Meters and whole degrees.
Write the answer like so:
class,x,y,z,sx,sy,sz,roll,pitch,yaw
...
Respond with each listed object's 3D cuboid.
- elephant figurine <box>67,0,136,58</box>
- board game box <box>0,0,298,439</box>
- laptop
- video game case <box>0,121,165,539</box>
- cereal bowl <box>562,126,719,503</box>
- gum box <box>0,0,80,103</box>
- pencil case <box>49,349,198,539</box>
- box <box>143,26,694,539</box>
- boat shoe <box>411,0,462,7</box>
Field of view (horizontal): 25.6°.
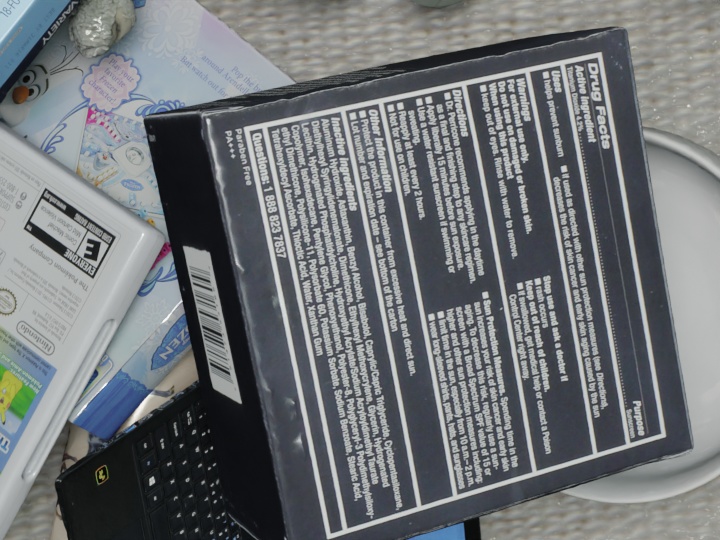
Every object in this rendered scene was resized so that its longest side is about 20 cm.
class,x,y,z,sx,sy,sz,roll,pitch,yaw
elephant figurine,-0.156,-0.223,0.821,0.141,0.155,0.200,35,78,-24
board game box,-0.133,-0.050,0.828,0.199,0.043,0.200,-48,63,-2
laptop,-0.037,0.143,0.808,0.103,0.200,0.177,12,120,35
video game case,-0.210,0.014,0.796,0.200,0.022,0.182,33,97,28
cereal bowl,0.141,0.019,0.845,0.200,0.083,0.200,4,99,28
gum box,-0.201,-0.202,0.744,0.200,0.045,0.170,37,84,10
pencil case,-0.120,0.118,0.852,0.078,0.089,0.200,7,88,29
box,0.026,0.006,0.725,0.198,0.123,0.200,-13,99,-18
boat shoe,0.039,-0.238,0.814,0.074,0.065,0.202,-11,127,-14
